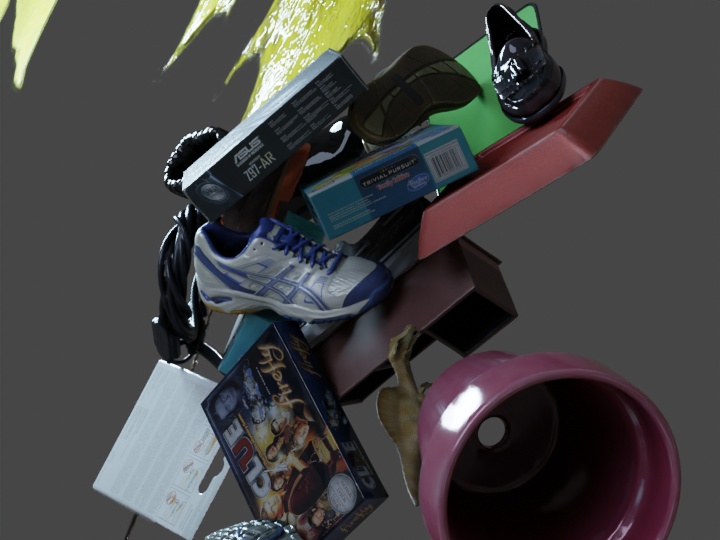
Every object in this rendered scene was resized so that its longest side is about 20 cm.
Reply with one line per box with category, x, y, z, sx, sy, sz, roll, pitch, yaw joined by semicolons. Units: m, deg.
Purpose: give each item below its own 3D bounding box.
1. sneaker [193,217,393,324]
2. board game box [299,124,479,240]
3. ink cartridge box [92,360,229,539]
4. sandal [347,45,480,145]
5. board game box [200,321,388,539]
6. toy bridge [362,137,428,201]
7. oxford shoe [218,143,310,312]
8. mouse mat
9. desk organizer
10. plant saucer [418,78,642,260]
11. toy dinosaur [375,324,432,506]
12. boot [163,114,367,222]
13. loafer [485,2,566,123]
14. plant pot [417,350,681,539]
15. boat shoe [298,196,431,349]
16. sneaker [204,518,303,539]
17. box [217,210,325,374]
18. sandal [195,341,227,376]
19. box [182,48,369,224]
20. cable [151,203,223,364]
sneaker;-0.069;-0.005;1.580;0.199;0.088;0.075;0;31;18
board game box;0.022;-0.088;1.594;0.151;0.047;0.200;-25;7;-2
ink cartridge box;-0.185;0.195;1.782;0.200;0.057;0.163;18;76;45
sandal;0.046;-0.170;1.687;0.200;0.080;0.054;-36;-7;-46
board game box;-0.066;0.168;1.578;0.136;0.035;0.200;-48;58;32
toy bridge;0.029;-0.136;1.766;0.027;0.067;0.200;-38;40;24
oxford shoe;-0.123;-0.054;1.762;0.071;0.072;0.200;-133;67;-84
mouse mat;0.132;-0.172;1.725;0.161;0.008;0.200;-34;40;28
desk organizer;0.048;0.061;1.585;0.200;0.072;0.077;-40;40;21
plant saucer;0.149;-0.103;1.533;0.199;0.037;0.200;-31;9;30
toy dinosaur;0.049;0.148;1.485;0.058;0.101;0.200;-32;42;30
boot;-0.095;-0.123;1.822;0.211;0.158;0.080;-40;38;22
loafer;0.150;-0.204;1.627;0.072;0.063;0.200;-36;22;15
plant pot;0.129;0.149;1.331;0.200;0.200;0.179;-54;20;3
boat shoe;0.000;0.000;1.656;0.200;0.072;0.071;-42;77;-9
sneaker;-0.066;0.280;1.506;0.200;0.074;0.087;13;108;39
box;-0.088;0.027;1.713;0.082;0.049;0.200;-60;7;33
sandal;-0.112;0.101;1.740;0.045;0.075;0.200;-56;32;-3
box;-0.086;-0.135;1.644;0.200;0.044;0.160;-40;11;3
cable;-0.174;0.002;1.785;0.051;0.200;0.163;18;58;11
